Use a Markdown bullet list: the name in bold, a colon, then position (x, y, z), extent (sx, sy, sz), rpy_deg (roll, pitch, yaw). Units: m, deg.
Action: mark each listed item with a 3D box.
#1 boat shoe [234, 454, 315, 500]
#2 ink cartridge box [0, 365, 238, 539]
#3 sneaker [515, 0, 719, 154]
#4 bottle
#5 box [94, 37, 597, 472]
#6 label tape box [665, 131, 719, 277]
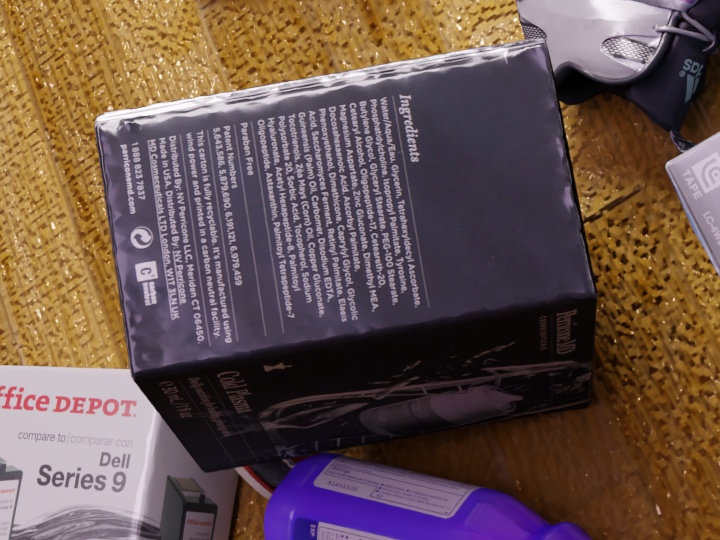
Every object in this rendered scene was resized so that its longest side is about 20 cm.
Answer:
- **boat shoe**: position (-0.062, 0.019, 1.162), extent (0.062, 0.071, 0.201), rpy_deg (-26, 78, 17)
- **ink cartridge box**: position (-0.151, 0.153, 1.185), extent (0.145, 0.084, 0.201), rpy_deg (0, 75, 33)
- **sneaker**: position (0.165, -0.122, 1.077), extent (0.199, 0.078, 0.141), rpy_deg (-12, 74, 34)
- **bottle**: position (0.050, 0.140, 1.059), extent (0.199, 0.084, 0.065), rpy_deg (9, 41, 35)
- **box**: position (0.000, 0.000, 1.021), extent (0.195, 0.200, 0.125), rpy_deg (-11, 73, 2)
- **label tape box**: position (0.243, -0.066, 0.952), extent (0.199, 0.143, 0.066), rpy_deg (-29, 80, 23)
